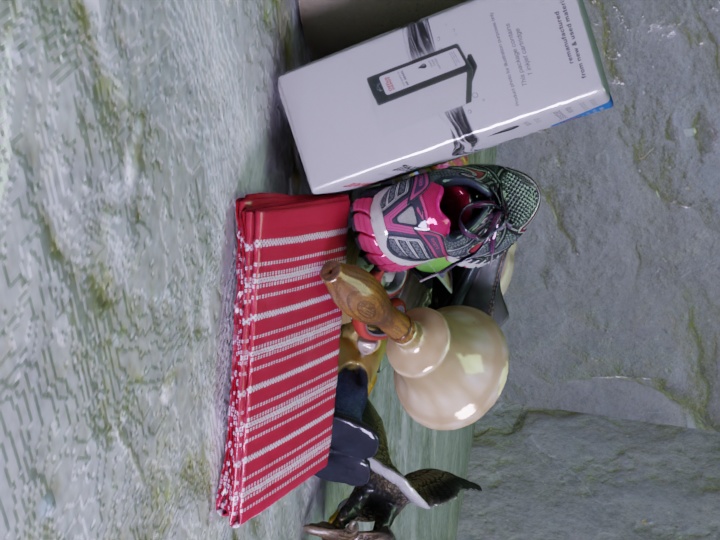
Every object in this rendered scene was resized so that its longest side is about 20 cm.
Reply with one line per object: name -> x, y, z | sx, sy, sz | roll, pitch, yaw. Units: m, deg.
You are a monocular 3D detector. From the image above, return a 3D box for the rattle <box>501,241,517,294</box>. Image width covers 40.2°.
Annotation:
rattle -> 0.085, 0.016, 1.111 | 0.202, 0.129, 0.143 | -57, 155, -5

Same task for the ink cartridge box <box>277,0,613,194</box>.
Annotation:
ink cartridge box -> 0.063, -0.122, 0.671 | 0.146, 0.197, 0.086 | -21, 93, -72

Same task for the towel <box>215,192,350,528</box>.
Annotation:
towel -> -0.048, 0.049, 0.650 | 0.144, 0.022, 0.204 | -15, 112, -66

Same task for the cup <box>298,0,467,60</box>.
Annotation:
cup -> 0.045, -0.247, 0.720 | 0.200, 0.140, 0.204 | 6, 90, -79

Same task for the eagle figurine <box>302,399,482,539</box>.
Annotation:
eagle figurine -> 0.024, 0.198, 0.931 | 0.200, 0.148, 0.154 | -50, 133, -52

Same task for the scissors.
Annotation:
scissors -> -0.014, 0.023, 0.739 | 0.199, 0.014, 0.075 | -5, 109, -59

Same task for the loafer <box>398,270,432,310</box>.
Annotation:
loafer -> 0.075, -0.006, 1.038 | 0.076, 0.068, 0.203 | 38, 71, -49

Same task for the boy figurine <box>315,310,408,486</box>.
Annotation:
boy figurine -> -0.001, 0.094, 0.858 | 0.201, 0.063, 0.126 | -70, 174, -56

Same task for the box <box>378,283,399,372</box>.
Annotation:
box -> 0.030, 0.024, 1.087 | 0.200, 0.036, 0.147 | -12, 108, -78

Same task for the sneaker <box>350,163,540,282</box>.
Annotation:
sneaker -> 0.082, -0.040, 0.734 | 0.199, 0.074, 0.082 | -18, 91, -49

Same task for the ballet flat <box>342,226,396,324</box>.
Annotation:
ballet flat -> 0.000, 0.000, 0.832 | 0.200, 0.062, 0.070 | -57, 153, -67

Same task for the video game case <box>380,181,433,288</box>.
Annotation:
video game case -> 0.041, -0.097, 0.918 | 0.181, 0.025, 0.204 | 39, 41, -73

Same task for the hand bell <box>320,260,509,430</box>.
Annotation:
hand bell -> 0.028, 0.041, 0.724 | 0.200, 0.103, 0.106 | 39, 55, -53

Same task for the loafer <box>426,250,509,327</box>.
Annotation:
loafer -> 0.099, 0.027, 0.877 | 0.073, 0.071, 0.202 | -102, -149, -57

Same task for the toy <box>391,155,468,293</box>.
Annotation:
toy -> 0.061, -0.096, 0.823 | 0.115, 0.046, 0.203 | 41, 42, -55
